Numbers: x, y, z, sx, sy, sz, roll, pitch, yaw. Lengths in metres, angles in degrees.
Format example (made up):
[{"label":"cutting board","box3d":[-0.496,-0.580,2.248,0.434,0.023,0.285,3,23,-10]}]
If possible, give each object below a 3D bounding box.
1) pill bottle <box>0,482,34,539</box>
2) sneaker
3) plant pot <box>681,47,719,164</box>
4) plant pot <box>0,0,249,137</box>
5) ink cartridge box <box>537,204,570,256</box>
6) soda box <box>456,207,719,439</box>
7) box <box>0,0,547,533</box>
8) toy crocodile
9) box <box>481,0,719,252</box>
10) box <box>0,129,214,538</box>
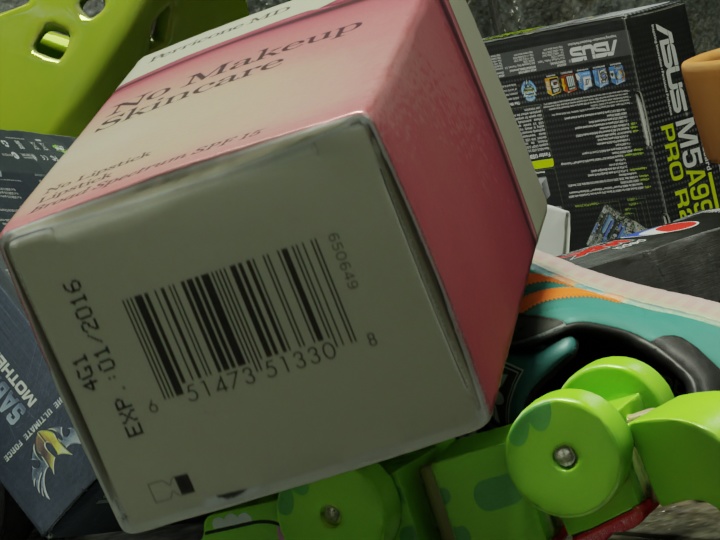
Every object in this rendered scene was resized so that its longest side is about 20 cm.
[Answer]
[{"label":"pill bottle","box3d":[-0.176,0.071,1.069,0.116,0.116,0.200,-11,4,7]},{"label":"sneaker","box3d":[0.055,0.033,1.026,0.200,0.072,0.080,8,15,28]},{"label":"plant pot","box3d":[0.238,-0.035,1.124,0.200,0.140,0.200,-13,5,1]},{"label":"plant pot","box3d":[-0.171,-0.071,1.245,0.199,0.182,0.200,17,-22,15]},{"label":"ink cartridge box","box3d":[-0.020,0.004,1.376,0.146,0.086,0.200,17,-17,-42]},{"label":"soda box","box3d":[0.107,0.024,1.163,0.200,0.071,0.063,-16,5,-41]},{"label":"box","box3d":[-0.021,-0.015,0.945,0.128,0.109,0.200,-18,16,14]},{"label":"toy crocodile","box3d":[0.040,0.073,0.911,0.200,0.062,0.067,-15,4,23]},{"label":"box","box3d":[0.095,-0.042,1.434,0.044,0.160,0.200,-18,7,-38]},{"label":"box","box3d":[-0.093,0.020,1.048,0.051,0.158,0.200,-47,-20,19]}]
